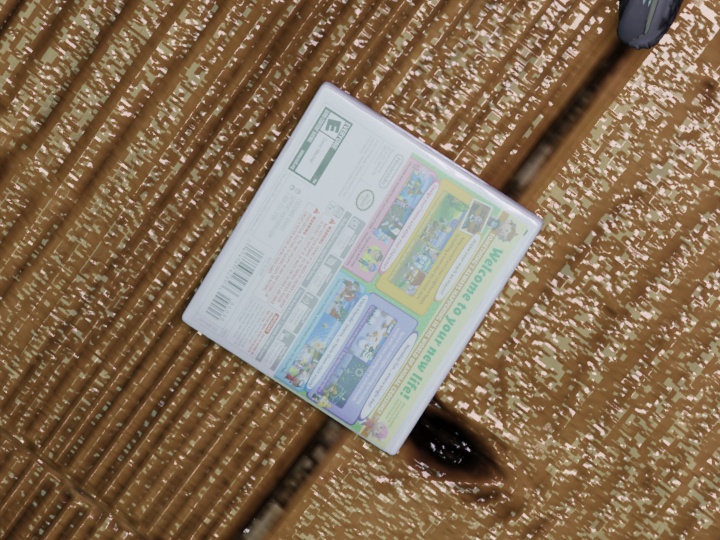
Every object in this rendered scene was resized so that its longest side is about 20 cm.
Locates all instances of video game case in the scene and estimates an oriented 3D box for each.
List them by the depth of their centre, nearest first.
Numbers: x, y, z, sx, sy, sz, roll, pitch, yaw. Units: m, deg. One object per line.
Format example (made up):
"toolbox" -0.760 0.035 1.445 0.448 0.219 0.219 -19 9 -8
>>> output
"video game case" 0.000 0.000 1.450 0.181 0.022 0.201 32 103 0

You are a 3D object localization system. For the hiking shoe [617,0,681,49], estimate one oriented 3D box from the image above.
"hiking shoe" 0.167 -0.246 1.352 0.100 0.076 0.202 3 93 15
